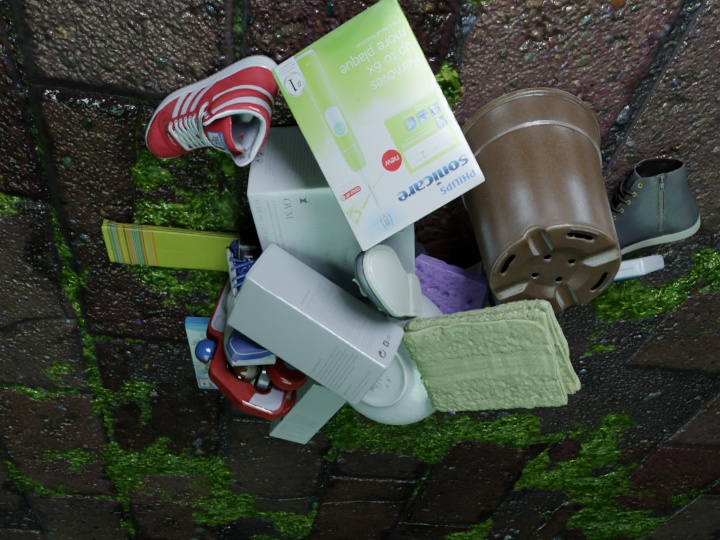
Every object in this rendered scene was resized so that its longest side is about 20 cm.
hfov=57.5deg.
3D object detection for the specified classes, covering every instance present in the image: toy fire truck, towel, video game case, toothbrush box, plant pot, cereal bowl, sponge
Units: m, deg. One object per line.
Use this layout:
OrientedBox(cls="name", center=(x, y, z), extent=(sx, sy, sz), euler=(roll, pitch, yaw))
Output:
OrientedBox(cls="toy fire truck", center=(-0.154, 0.112, 0.970), extent=(0.164, 0.204, 0.113), euler=(21, 139, -8))
OrientedBox(cls="towel", center=(0.156, 0.108, 0.800), extent=(0.195, 0.037, 0.151), euler=(-12, 117, 27))
OrientedBox(cls="video game case", center=(0.311, 0.006, 0.902), extent=(0.178, 0.023, 0.198), euler=(-12, 176, 32))
OrientedBox(cls="video game case", center=(-0.230, 0.153, 1.170), extent=(0.138, 0.018, 0.203), euler=(2, 138, -3))
OrientedBox(cls="toothbrush box", center=(0.019, -0.148, 0.682), extent=(0.143, 0.086, 0.204), euler=(-27, 95, 6))
OrientedBox(cls="plant pot", center=(0.214, -0.073, 0.788), extent=(0.193, 0.202, 0.203), euler=(-1, 139, -1))
OrientedBox(cls="cereal bowl", center=(0.035, 0.126, 0.910), extent=(0.194, 0.083, 0.207), euler=(7, 109, 21))
OrientedBox(cls="towel", center=(-0.273, -0.034, 0.962), extent=(0.193, 0.018, 0.087), euler=(5, 144, -8))
OrientedBox(cls="sponge", center=(0.110, 0.091, 0.929), extent=(0.109, 0.030, 0.206), euler=(19, 113, 20))

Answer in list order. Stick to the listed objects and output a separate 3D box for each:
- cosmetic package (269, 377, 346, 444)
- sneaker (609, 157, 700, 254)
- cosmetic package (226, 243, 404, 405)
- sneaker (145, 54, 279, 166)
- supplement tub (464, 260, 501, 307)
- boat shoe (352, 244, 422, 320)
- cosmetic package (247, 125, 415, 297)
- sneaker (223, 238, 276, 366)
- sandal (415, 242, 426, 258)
OrientedBox(cls="cosmetic package", center=(-0.089, 0.211, 1.170), extent=(0.079, 0.115, 0.201), euler=(17, 134, -21))
OrientedBox(cls="sneaker", center=(0.347, -0.083, 0.892), extent=(0.195, 0.076, 0.108), euler=(-18, 122, 22))
OrientedBox(cls="cosmetic package", center=(-0.057, 0.068, 0.805), extent=(0.197, 0.075, 0.102), euler=(35, 134, -2))
OrientedBox(cls="sneaker", center=(-0.178, -0.158, 0.746), extent=(0.196, 0.115, 0.071), euler=(-24, 135, 24))
OrientedBox(cls="supplement tub", center=(0.163, 0.080, 1.000), extent=(0.197, 0.148, 0.145), euler=(-29, 132, 28))
OrientedBox(cls="boat shoe", center=(0.023, 0.022, 0.772), extent=(0.060, 0.075, 0.199), euler=(-6, 166, 19))
OrientedBox(cls="cosmetic package", center=(-0.028, -0.072, 0.843), extent=(0.193, 0.126, 0.202), euler=(-5, 139, 2))
OrientedBox(cls="sneaker", center=(-0.156, 0.025, 0.901), extent=(0.078, 0.202, 0.118), euler=(-5, 131, -3))
OrientedBox(cls="sandal", center=(0.000, 0.000, 0.958), extent=(0.193, 0.078, 0.044), euler=(-2, 138, 0))
